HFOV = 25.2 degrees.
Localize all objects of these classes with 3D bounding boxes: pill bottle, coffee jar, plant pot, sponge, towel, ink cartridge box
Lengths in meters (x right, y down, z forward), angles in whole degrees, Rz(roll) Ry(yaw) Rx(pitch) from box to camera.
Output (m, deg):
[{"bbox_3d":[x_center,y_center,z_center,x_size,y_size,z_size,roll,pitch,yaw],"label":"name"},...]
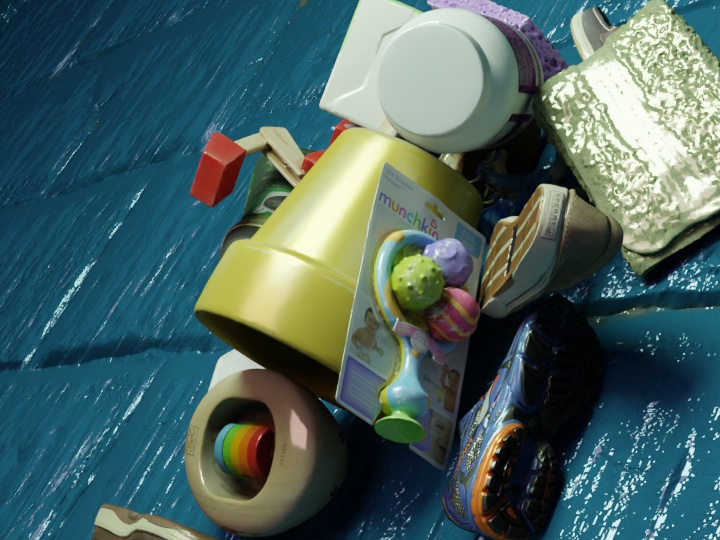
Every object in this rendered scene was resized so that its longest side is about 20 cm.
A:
[{"bbox_3d":[0.076,-0.148,1.266,0.112,0.112,0.200,-40,-6,15],"label":"pill bottle"},{"bbox_3d":[-0.071,-0.035,1.531,0.200,0.104,0.086,-73,-4,-57],"label":"coffee jar"},{"bbox_3d":[0.000,0.000,1.267,0.201,0.201,0.189,9,68,60],"label":"plant pot"},{"bbox_3d":[0.136,-0.199,1.464,0.030,0.112,0.200,-45,26,0],"label":"sponge"},{"bbox_3d":[0.222,-0.106,1.216,0.148,0.036,0.200,-38,52,14],"label":"towel"},{"bbox_3d":[0.031,-0.190,1.519,0.200,0.067,0.117,-18,-50,-78],"label":"ink cartridge box"}]

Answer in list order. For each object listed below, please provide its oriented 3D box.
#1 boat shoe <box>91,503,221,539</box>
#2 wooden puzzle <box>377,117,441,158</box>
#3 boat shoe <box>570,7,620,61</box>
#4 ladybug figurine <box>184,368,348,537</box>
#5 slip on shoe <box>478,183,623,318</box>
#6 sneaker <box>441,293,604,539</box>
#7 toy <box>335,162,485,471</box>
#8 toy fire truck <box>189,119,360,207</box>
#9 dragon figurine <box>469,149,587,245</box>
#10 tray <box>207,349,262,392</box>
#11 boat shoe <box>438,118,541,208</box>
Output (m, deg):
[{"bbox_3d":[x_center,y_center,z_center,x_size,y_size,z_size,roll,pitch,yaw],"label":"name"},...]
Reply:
[{"bbox_3d":[-0.175,0.251,1.372,0.202,0.075,0.075,-6,61,62],"label":"boat shoe"},{"bbox_3d":[0.040,-0.093,1.466,0.186,0.046,0.200,-59,-10,-26],"label":"wooden puzzle"},{"bbox_3d":[0.227,-0.164,1.332,0.065,0.072,0.200,-33,32,15],"label":"boat shoe"},{"bbox_3d":[-0.076,0.150,1.319,0.200,0.072,0.136,4,84,55],"label":"ladybug figurine"},{"bbox_3d":[0.130,-0.009,1.138,0.200,0.060,0.076,120,163,-71],"label":"slip on shoe"},{"bbox_3d":[0.107,0.099,1.140,0.078,0.075,0.200,-17,37,51],"label":"sneaker"},{"bbox_3d":[0.051,0.028,1.147,0.047,0.115,0.201,-17,49,43],"label":"toy"},{"bbox_3d":[-0.057,-0.099,1.502,0.200,0.141,0.049,-50,-16,-57],"label":"toy fire truck"},{"bbox_3d":[0.134,-0.034,1.297,0.099,0.059,0.200,-32,32,29],"label":"dragon figurine"},{"bbox_3d":[-0.078,0.082,1.501,0.200,0.022,0.108,-29,30,33],"label":"tray"},{"bbox_3d":[0.087,-0.074,1.410,0.200,0.073,0.063,-55,30,-15],"label":"boat shoe"}]
